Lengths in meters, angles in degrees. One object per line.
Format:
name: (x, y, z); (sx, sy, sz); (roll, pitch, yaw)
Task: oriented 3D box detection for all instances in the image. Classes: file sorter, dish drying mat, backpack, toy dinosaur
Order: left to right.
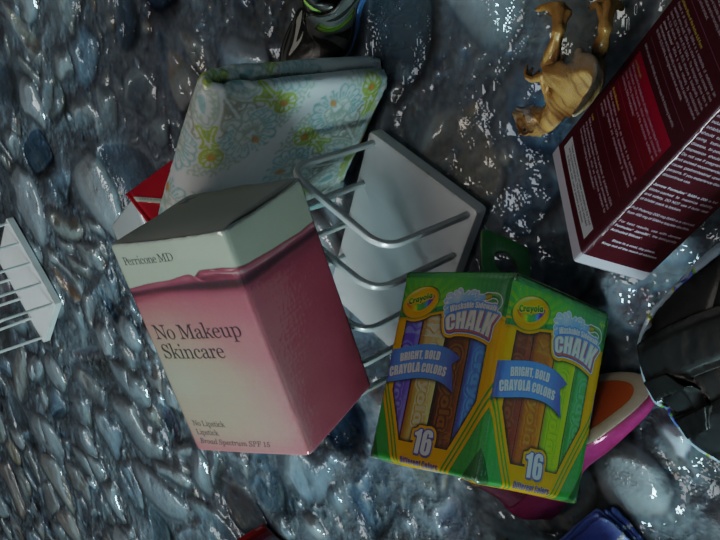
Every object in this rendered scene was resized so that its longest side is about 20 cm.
file sorter: (-0.656, 0.034, 1.641); (0.200, 0.124, 0.139); (55, 140, 16)
dish drying mat: (-0.142, -0.112, 0.928); (0.077, 0.200, 0.018); (50, 176, 22)
file sorter: (0.000, 0.000, 0.838); (0.139, 0.124, 0.200); (41, 134, 29)
toy dinosaur: (0.153, -0.137, 0.625); (0.200, 0.060, 0.106); (114, 160, -88)
backpack: (0.271, 0.038, 0.549); (0.200, 0.154, 0.163); (-41, 76, 28)

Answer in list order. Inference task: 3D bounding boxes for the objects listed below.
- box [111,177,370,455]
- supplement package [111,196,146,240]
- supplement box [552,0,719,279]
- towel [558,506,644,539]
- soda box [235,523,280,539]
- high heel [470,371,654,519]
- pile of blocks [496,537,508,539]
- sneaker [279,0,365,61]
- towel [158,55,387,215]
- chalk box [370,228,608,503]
box: (-0.094, 0.040, 0.746); (0.128, 0.109, 0.200); (-5, 114, 34)
supplement package: (-0.199, -0.014, 1.050); (0.156, 0.111, 0.200); (69, 158, -2)
supplement box: (0.206, -0.098, 0.573); (0.200, 0.061, 0.109); (123, 155, -47)
towel: (0.232, 0.319, 0.776); (0.200, 0.024, 0.145); (51, 122, 21)
soda box: (-0.149, 0.463, 1.284); (0.063, 0.070, 0.200); (32, 129, 36)
high heel: (0.192, 0.154, 0.773); (0.096, 0.067, 0.200); (31, 134, -23)
pile of blocks: (0.157, 0.349, 0.868); (0.082, 0.062, 0.200); (-36, 71, 6)
sneaker: (-0.031, -0.245, 0.804); (0.071, 0.083, 0.200); (59, 141, 13)
towel: (-0.080, -0.118, 0.829); (0.048, 0.200, 0.171); (52, 138, 27)
chalk box: (0.109, 0.069, 0.724); (0.124, 0.125, 0.200); (1, 76, 52)
